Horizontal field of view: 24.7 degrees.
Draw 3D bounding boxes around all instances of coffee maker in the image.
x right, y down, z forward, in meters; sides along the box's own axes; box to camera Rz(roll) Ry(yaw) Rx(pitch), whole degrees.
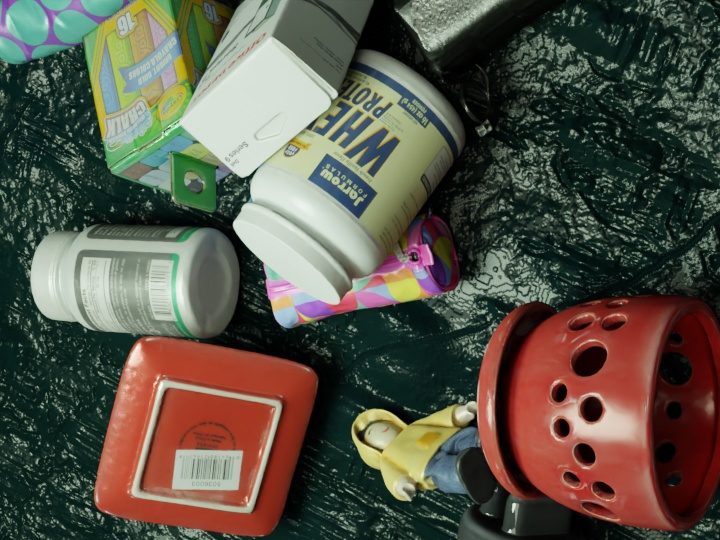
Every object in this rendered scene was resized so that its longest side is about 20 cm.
[{"bbox_3d":[0.144,-0.263,1.471,0.199,0.135,0.193,-28,109,29],"label":"coffee maker"}]

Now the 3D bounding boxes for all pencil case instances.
[{"bbox_3d":[-0.304,-0.282,1.703,0.198,0.085,0.093,-17,121,27],"label":"pencil case"},{"bbox_3d":[0.000,0.000,1.601,0.198,0.088,0.089,-15,92,29],"label":"pencil case"}]

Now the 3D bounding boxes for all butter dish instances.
[{"bbox_3d":[-0.166,0.150,1.686,0.198,0.148,0.202,11,107,-18],"label":"butter dish"}]

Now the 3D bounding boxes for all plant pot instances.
[{"bbox_3d":[0.213,0.123,1.455,0.181,0.200,0.203,-1,99,33],"label":"plant pot"}]

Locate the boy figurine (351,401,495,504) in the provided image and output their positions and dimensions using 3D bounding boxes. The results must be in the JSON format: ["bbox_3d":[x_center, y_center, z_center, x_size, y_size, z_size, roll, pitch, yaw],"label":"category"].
[{"bbox_3d":[0.067,0.170,1.587,0.199,0.124,0.065,7,137,55],"label":"boy figurine"}]

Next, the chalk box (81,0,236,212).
[{"bbox_3d":[-0.173,-0.156,1.603,0.123,0.124,0.202,-28,65,28],"label":"chalk box"}]

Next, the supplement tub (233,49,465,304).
[{"bbox_3d":[-0.011,-0.085,1.513,0.144,0.145,0.201,31,76,18],"label":"supplement tub"}]

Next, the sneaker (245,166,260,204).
[{"bbox_3d":[-0.060,-0.129,1.620,0.078,0.066,0.202,36,108,38],"label":"sneaker"}]

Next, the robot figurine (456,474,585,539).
[{"bbox_3d":[0.143,0.295,1.556,0.123,0.150,0.203,12,104,11],"label":"robot figurine"}]

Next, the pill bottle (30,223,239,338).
[{"bbox_3d":[-0.235,0.009,1.704,0.198,0.113,0.115,3,101,27],"label":"pill bottle"}]

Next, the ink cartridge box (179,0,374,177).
[{"bbox_3d":[-0.071,-0.203,1.517,0.084,0.201,0.146,39,128,-18],"label":"ink cartridge box"}]
